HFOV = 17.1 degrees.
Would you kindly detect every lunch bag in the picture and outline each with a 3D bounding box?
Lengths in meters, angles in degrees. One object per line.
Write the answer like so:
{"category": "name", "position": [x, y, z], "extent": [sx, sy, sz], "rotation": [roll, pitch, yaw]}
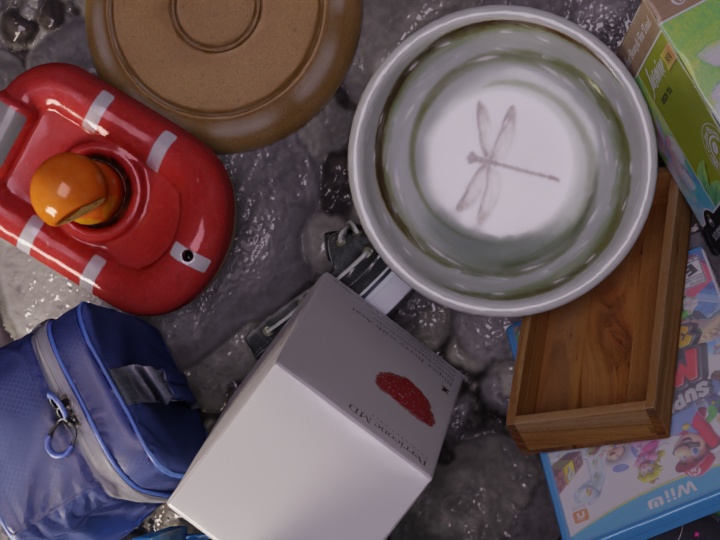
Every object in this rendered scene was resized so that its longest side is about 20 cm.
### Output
{"category": "lunch bag", "position": [-0.175, 0.099, 1.577], "extent": [0.132, 0.200, 0.136], "rotation": [-30, 80, 7]}

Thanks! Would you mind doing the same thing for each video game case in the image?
{"category": "video game case", "position": [0.177, 0.082, 1.515], "extent": [0.142, 0.018, 0.201], "rotation": [-23, 43, 10]}

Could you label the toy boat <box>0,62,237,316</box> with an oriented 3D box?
{"category": "toy boat", "position": [-0.182, -0.052, 1.616], "extent": [0.199, 0.131, 0.131], "rotation": [31, 99, 9]}

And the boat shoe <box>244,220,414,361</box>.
{"category": "boat shoe", "position": [0.000, 0.000, 1.618], "extent": [0.071, 0.072, 0.200], "rotation": [45, 96, 4]}

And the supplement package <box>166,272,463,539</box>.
{"category": "supplement package", "position": [-0.023, 0.105, 1.510], "extent": [0.121, 0.200, 0.120], "rotation": [37, 107, -3]}

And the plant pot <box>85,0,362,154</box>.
{"category": "plant pot", "position": [-0.098, -0.183, 1.666], "extent": [0.199, 0.027, 0.202], "rotation": [-1, 87, 9]}

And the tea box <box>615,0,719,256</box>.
{"category": "tea box", "position": [0.296, -0.115, 1.518], "extent": [0.199, 0.134, 0.197], "rotation": [-28, 78, -10]}

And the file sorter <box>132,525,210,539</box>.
{"category": "file sorter", "position": [-0.075, 0.271, 1.586], "extent": [0.122, 0.139, 0.202], "rotation": [-4, 87, 6]}

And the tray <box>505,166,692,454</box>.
{"category": "tray", "position": [0.157, 0.024, 1.543], "extent": [0.098, 0.037, 0.201], "rotation": [-9, 48, 24]}

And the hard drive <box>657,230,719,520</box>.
{"category": "hard drive", "position": [0.281, 0.066, 1.589], "extent": [0.139, 0.038, 0.201], "rotation": [-11, 85, 8]}

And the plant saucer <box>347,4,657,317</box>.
{"category": "plant saucer", "position": [0.091, -0.069, 1.553], "extent": [0.199, 0.050, 0.202], "rotation": [0, 87, 2]}

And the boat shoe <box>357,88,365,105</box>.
{"category": "boat shoe", "position": [0.099, -0.116, 1.615], "extent": [0.199, 0.069, 0.057], "rotation": [6, 84, 3]}

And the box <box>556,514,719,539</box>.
{"category": "box", "position": [0.209, 0.230, 1.538], "extent": [0.200, 0.132, 0.115], "rotation": [42, 77, 9]}
